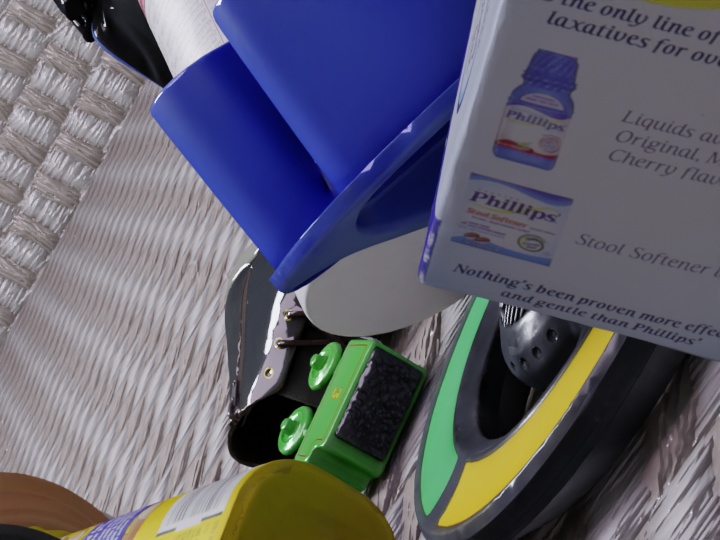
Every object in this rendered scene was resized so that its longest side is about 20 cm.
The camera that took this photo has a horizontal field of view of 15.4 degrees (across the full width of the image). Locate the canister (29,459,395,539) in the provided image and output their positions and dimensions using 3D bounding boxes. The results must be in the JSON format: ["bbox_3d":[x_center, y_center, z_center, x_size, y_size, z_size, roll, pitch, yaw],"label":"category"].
[{"bbox_3d":[-0.081,0.156,0.987,0.200,0.086,0.149,-24,41,51],"label":"canister"}]

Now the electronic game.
[{"bbox_3d":[0.071,0.001,0.863,0.201,0.041,0.200,-60,11,19],"label":"electronic game"}]

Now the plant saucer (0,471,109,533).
[{"bbox_3d":[-0.144,0.183,1.095,0.032,0.200,0.201,-9,49,42],"label":"plant saucer"}]

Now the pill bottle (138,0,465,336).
[{"bbox_3d":[-0.018,-0.079,1.090,0.110,0.109,0.201,-54,50,39],"label":"pill bottle"}]

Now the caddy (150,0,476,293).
[{"bbox_3d":[0.029,-0.074,0.866,0.200,0.105,0.141,-42,-3,-32],"label":"caddy"}]

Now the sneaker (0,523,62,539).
[{"bbox_3d":[-0.070,0.131,0.833,0.114,0.198,0.077,115,161,-69],"label":"sneaker"}]

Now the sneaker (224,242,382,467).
[{"bbox_3d":[0.000,0.000,1.182,0.107,0.074,0.200,-89,24,-44],"label":"sneaker"}]

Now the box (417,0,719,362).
[{"bbox_3d":[0.094,-0.110,0.693,0.200,0.104,0.185,106,178,-53],"label":"box"}]

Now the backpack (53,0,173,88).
[{"bbox_3d":[-0.029,-0.163,1.400,0.154,0.200,0.191,-48,11,39],"label":"backpack"}]

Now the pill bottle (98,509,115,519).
[{"bbox_3d":[-0.154,0.202,1.274,0.115,0.114,0.200,-58,11,25],"label":"pill bottle"}]

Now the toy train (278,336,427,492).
[{"bbox_3d":[-0.029,0.118,1.081,0.056,0.042,0.201,-4,60,66],"label":"toy train"}]
